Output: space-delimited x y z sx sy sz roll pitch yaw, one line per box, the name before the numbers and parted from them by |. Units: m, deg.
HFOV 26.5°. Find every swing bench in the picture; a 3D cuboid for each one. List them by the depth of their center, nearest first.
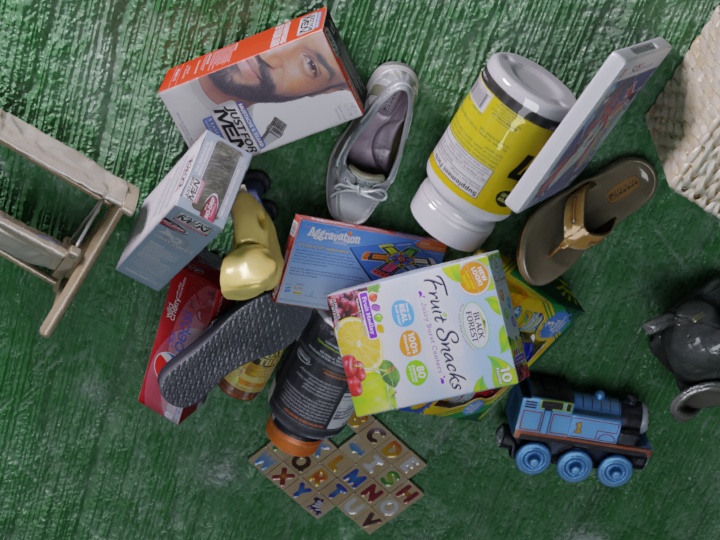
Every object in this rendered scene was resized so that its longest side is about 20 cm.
swing bench | -0.377 -0.071 1.705 0.198 0.130 0.201 31 110 -17

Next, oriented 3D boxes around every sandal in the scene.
sandal | 0.258 -0.059 1.721 0.199 0.054 0.081 -35 107 -7
sandal | -0.150 0.078 1.762 0.199 0.043 0.076 -32 119 1

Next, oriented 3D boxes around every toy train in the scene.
toy train | 0.269 0.197 1.898 0.197 0.087 0.115 9 115 -6

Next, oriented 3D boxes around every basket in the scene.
basket | 0.423 -0.160 1.620 0.159 0.201 0.199 24 117 -13

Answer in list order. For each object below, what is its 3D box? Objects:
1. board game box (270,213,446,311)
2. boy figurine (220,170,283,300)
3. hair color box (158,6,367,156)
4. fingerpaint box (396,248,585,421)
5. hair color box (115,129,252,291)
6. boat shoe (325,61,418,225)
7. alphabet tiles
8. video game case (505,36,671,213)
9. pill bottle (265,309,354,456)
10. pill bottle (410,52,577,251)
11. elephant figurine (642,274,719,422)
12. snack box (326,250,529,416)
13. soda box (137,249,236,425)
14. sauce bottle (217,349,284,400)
board game box | 0.000 0.000 1.759 0.198 0.019 0.104 9 108 -31
boy figurine | -0.119 -0.027 1.690 0.064 0.201 0.125 -11 124 5
hair color box | -0.105 -0.193 1.659 0.198 0.064 0.112 -20 119 16
fingerpaint box | 0.138 0.081 1.786 0.166 0.074 0.200 14 125 -49
hair color box | -0.195 -0.062 1.673 0.060 0.100 0.200 27 150 -16
boat shoe | 0.013 -0.132 1.706 0.074 0.065 0.203 19 118 -12
alphabet tiles | -0.019 0.256 1.972 0.167 0.008 0.200 -38 114 20
video game case | 0.246 -0.157 1.638 0.023 0.182 0.201 41 117 12
pill bottle | -0.046 0.128 1.837 0.105 0.107 0.201 21 118 -13
pill bottle | 0.143 -0.128 1.683 0.113 0.115 0.201 24 118 -15
elephant figurine | 0.413 0.117 1.835 0.154 0.142 0.201 26 139 17
snack box | 0.073 0.071 1.686 0.198 0.053 0.144 -14 93 24
soda box | -0.202 0.079 1.817 0.063 0.070 0.202 28 120 15
sauce bottle | -0.109 0.063 1.821 0.065 0.066 0.201 21 119 -13
